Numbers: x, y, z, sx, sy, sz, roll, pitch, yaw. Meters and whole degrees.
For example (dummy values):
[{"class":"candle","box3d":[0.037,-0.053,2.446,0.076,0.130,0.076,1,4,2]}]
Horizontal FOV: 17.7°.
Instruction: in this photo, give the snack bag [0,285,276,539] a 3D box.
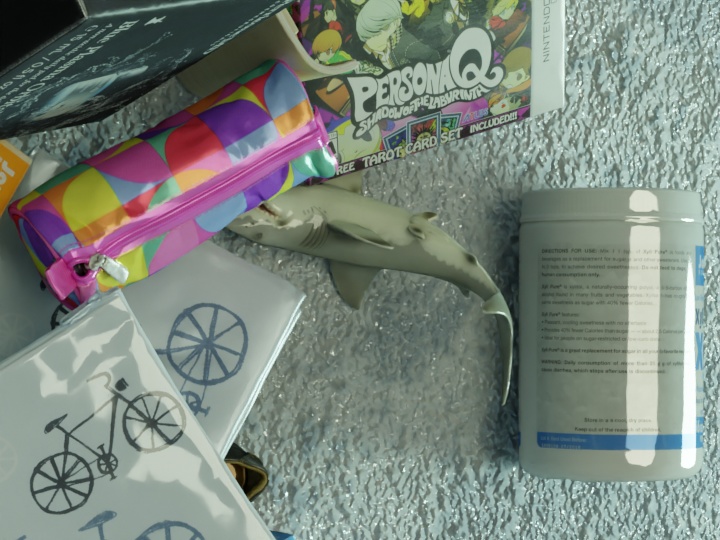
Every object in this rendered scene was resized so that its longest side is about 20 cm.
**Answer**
[{"class":"snack bag","box3d":[-0.170,0.138,1.322,0.188,0.021,0.200,-33,100,-9]}]

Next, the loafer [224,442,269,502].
[{"class":"loafer","box3d":[-0.148,0.144,1.419,0.199,0.072,0.073,-21,103,-33]}]

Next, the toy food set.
[{"class":"toy food set","box3d":[-0.091,-0.199,1.424,0.060,0.143,0.200,-42,111,-29]}]

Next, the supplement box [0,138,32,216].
[{"class":"supplement box","box3d":[-0.304,-0.066,1.311,0.200,0.073,0.126,37,68,-29]}]

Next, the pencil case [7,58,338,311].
[{"class":"pencil case","box3d":[-0.110,-0.047,1.364,0.200,0.088,0.089,-33,108,-17]}]

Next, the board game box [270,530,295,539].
[{"class":"board game box","box3d":[-0.095,0.298,1.464,0.200,0.056,0.197,-31,107,-32]}]

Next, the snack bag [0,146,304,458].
[{"class":"snack bag","box3d":[-0.159,0.048,1.393,0.199,0.021,0.189,28,70,-4]}]

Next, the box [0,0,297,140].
[{"class":"box","box3d":[-0.167,-0.158,1.272,0.200,0.196,0.118,-18,83,-52]}]

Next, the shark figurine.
[{"class":"shark figurine","box3d":[0.021,0.002,1.527,0.128,0.214,0.090,-49,161,-56]}]

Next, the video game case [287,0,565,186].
[{"class":"video game case","box3d":[0.043,-0.163,1.502,0.199,0.036,0.182,-18,127,-21]}]

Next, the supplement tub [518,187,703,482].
[{"class":"supplement tub","box3d":[0.175,0.045,1.616,0.131,0.132,0.201,1,89,-35]}]
